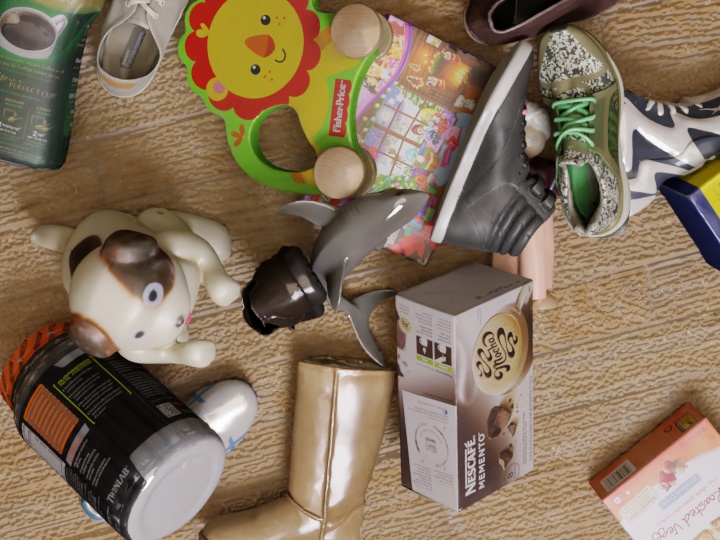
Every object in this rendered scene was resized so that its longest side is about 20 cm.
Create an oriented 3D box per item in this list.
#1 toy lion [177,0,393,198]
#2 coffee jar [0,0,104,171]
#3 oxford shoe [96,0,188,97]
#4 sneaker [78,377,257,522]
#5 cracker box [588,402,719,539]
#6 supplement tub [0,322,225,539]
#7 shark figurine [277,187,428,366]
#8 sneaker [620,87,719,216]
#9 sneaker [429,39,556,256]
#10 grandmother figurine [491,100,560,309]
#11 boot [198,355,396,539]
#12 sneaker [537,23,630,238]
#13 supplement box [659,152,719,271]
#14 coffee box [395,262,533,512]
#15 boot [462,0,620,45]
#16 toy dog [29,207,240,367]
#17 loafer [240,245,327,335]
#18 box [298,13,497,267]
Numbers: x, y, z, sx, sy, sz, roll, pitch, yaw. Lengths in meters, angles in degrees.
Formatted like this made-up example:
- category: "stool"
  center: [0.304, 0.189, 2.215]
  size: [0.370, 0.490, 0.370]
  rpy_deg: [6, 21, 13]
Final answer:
- category: "toy lion"
  center: [-0.074, -0.174, 1.271]
  size: [0.191, 0.069, 0.201]
  rpy_deg: [8, 97, 12]
- category: "coffee jar"
  center: [-0.292, -0.196, 1.246]
  size: [0.104, 0.085, 0.201]
  rpy_deg: [16, 100, -6]
- category: "oxford shoe"
  center: [-0.189, -0.251, 1.262]
  size: [0.075, 0.058, 0.201]
  rpy_deg: [19, 97, -6]
- category: "sneaker"
  center: [-0.181, 0.177, 1.343]
  size: [0.200, 0.072, 0.072]
  rpy_deg: [-35, 102, 0]
- category: "cracker box"
  center: [0.347, 0.254, 1.426]
  size: [0.134, 0.058, 0.200]
  rpy_deg: [-39, 104, 3]
- category: "supplement tub"
  center: [-0.227, 0.141, 1.266]
  size: [0.200, 0.122, 0.123]
  rpy_deg: [38, 97, 26]
- category: "shark figurine"
  center: [-0.015, 0.010, 1.274]
  size: [0.127, 0.090, 0.215]
  rpy_deg: [1, 144, -8]
- category: "sneaker"
  center: [0.274, -0.151, 1.323]
  size: [0.199, 0.080, 0.130]
  rpy_deg: [-35, 103, 2]
- category: "sneaker"
  center: [0.142, -0.104, 1.278]
  size: [0.099, 0.071, 0.201]
  rpy_deg: [20, 105, -2]
- category: "grandmother figurine"
  center: [0.160, -0.064, 1.341]
  size: [0.121, 0.061, 0.201]
  rpy_deg: [-7, 105, -14]
- category: "boot"
  center: [-0.063, 0.182, 1.364]
  size: [0.174, 0.066, 0.201]
  rpy_deg: [4, 102, -20]
- category: "sneaker"
  center: [0.198, -0.119, 1.248]
  size: [0.076, 0.089, 0.201]
  rpy_deg: [-10, 100, 20]
- category: "supplement box"
  center: [0.400, -0.095, 1.334]
  size: [0.200, 0.110, 0.109]
  rpy_deg: [-36, 103, 2]
- category: "coffee box"
  center: [0.099, 0.108, 1.318]
  size: [0.113, 0.080, 0.201]
  rpy_deg: [-20, 117, -40]
- category: "boot"
  center: [0.190, -0.251, 1.247]
  size: [0.199, 0.166, 0.073]
  rpy_deg: [-23, 101, -1]
- category: "toy dog"
  center: [-0.199, 0.006, 1.240]
  size: [0.193, 0.200, 0.140]
  rpy_deg: [35, 95, -12]
- category: "loafer"
  center: [-0.078, 0.020, 1.259]
  size: [0.071, 0.200, 0.073]
  rpy_deg: [-30, 85, -7]
- category: "box"
  center: [0.043, -0.122, 1.323]
  size: [0.136, 0.039, 0.201]
  rpy_deg: [24, 98, -10]
